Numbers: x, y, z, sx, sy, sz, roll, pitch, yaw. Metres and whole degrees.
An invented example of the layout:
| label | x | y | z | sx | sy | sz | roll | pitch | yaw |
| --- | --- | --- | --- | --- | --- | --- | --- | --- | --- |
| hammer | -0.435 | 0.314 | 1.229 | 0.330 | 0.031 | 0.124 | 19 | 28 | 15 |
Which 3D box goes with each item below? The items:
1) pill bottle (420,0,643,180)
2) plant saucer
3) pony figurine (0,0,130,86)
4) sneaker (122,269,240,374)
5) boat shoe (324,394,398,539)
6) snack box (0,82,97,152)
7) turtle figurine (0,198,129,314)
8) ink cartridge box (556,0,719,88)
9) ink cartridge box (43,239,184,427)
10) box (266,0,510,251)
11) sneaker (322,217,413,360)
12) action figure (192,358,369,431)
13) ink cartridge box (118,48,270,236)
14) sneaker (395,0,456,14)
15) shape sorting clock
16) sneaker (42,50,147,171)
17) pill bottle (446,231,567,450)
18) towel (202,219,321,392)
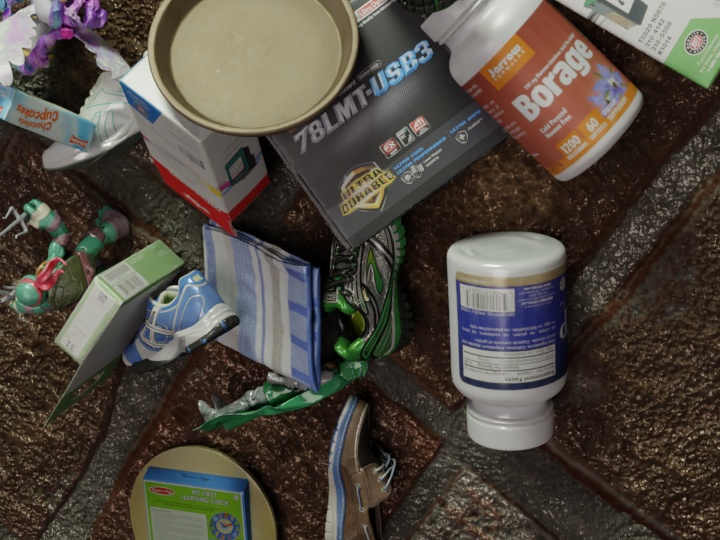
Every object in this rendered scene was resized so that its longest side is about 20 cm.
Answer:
| label | x | y | z | sx | sy | sz | roll | pitch | yaw |
| --- | --- | --- | --- | --- | --- | --- | --- | --- | --- |
| pill bottle | 0.155 | -0.188 | 1.088 | 0.200 | 0.112 | 0.112 | 42 | 116 | -6 |
| plant saucer | -0.100 | -0.209 | 1.104 | 0.199 | 0.030 | 0.201 | 0 | 67 | 1 |
| pony figurine | -0.318 | -0.274 | 1.219 | 0.166 | 0.193 | 0.201 | 4 | 117 | -26 |
| sneaker | -0.211 | 0.060 | 1.324 | 0.200 | 0.076 | 0.077 | -29 | 91 | 43 |
| boat shoe | 0.005 | 0.230 | 1.323 | 0.072 | 0.072 | 0.201 | 10 | 120 | 12 |
| snack box | -0.390 | -0.184 | 1.260 | 0.199 | 0.116 | 0.037 | 23 | 92 | 35 |
| turtle figurine | -0.334 | -0.001 | 1.288 | 0.101 | 0.200 | 0.150 | 38 | 118 | 13 |
| ink cartridge box | 0.263 | -0.278 | 1.046 | 0.199 | 0.084 | 0.147 | 32 | 115 | 7 |
| ink cartridge box | -0.292 | 0.069 | 1.329 | 0.048 | 0.146 | 0.200 | 41 | 116 | 3 |
| box | 0.012 | -0.154 | 1.152 | 0.199 | 0.050 | 0.199 | -35 | 90 | 1 |
| sneaker | 0.000 | 0.000 | 1.215 | 0.078 | 0.085 | 0.201 | 4 | 110 | 47 |
| action figure | -0.081 | 0.132 | 1.309 | 0.199 | 0.118 | 0.055 | -19 | 90 | 15 |
| ink cartridge box | -0.162 | -0.129 | 1.198 | 0.116 | 0.200 | 0.067 | 37 | 73 | 19 |
| sneaker | 0.058 | -0.291 | 1.055 | 0.085 | 0.200 | 0.078 | -19 | 123 | -9 |
| shape sorting clock | -0.191 | 0.307 | 1.430 | 0.199 | 0.039 | 0.201 | 7 | 109 | 19 |
| sneaker | -0.272 | -0.172 | 1.291 | 0.199 | 0.070 | 0.081 | -26 | 92 | 18 |
| pill bottle | 0.149 | 0.071 | 1.185 | 0.119 | 0.120 | 0.201 | 3 | 109 | 19 |
| towel | -0.109 | 0.036 | 1.267 | 0.199 | 0.024 | 0.148 | 22 | 119 | 46 |
